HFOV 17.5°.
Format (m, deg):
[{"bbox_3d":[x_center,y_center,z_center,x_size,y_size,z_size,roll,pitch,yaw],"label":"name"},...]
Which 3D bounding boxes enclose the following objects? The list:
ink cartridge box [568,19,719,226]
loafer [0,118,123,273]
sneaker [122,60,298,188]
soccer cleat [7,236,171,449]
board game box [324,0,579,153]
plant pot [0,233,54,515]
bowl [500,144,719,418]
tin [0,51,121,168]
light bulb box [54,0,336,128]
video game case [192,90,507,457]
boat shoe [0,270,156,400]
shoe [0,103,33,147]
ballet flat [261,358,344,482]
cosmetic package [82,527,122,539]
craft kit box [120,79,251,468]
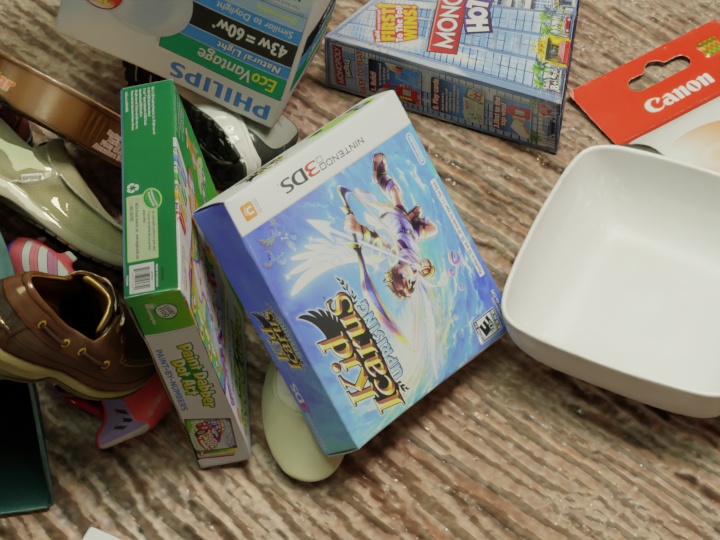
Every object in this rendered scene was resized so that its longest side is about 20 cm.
[{"bbox_3d":[0.289,-0.127,1.867,0.162,0.050,0.200,-27,57,-20],"label":"ink cartridge box"},{"bbox_3d":[-0.234,-0.064,1.762,0.199,0.076,0.068,33,83,-12],"label":"loafer"},{"bbox_3d":[-0.127,-0.146,1.887,0.079,0.074,0.200,-25,59,-30],"label":"sneaker"},{"bbox_3d":[-0.215,0.049,1.722,0.076,0.067,0.200,-35,60,-20],"label":"soccer cleat"},{"bbox_3d":[0.077,-0.198,1.925,0.199,0.062,0.201,7,50,6],"label":"board game box"},{"bbox_3d":[-0.301,0.059,1.671,0.140,0.142,0.201,-7,45,-4],"label":"plant pot"},{"bbox_3d":[0.219,0.016,1.725,0.199,0.075,0.200,19,56,17],"label":"bowl"},{"bbox_3d":[-0.219,-0.117,1.787,0.112,0.200,0.042,32,92,33],"label":"tin"},{"bbox_3d":[-0.111,-0.251,1.801,0.197,0.201,0.125,24,43,4],"label":"light bulb box"},{"bbox_3d":[0.000,0.000,1.670,0.181,0.045,0.201,-36,102,-35],"label":"video game case"},{"bbox_3d":[-0.187,0.040,1.584,0.067,0.200,0.072,-38,66,20],"label":"boat shoe"},{"bbox_3d":[-0.328,-0.078,1.812,0.071,0.091,0.200,24,54,21],"label":"shoe"},{"bbox_3d":[-0.038,0.058,1.706,0.069,0.070,0.201,-1,50,1],"label":"ballet flat"},{"bbox_3d":[-0.130,0.273,1.535,0.199,0.052,0.151,21,51,18],"label":"cosmetic package"},{"bbox_3d":[-0.124,0.003,1.668,0.048,0.198,0.201,-9,50,4],"label":"craft kit box"}]
